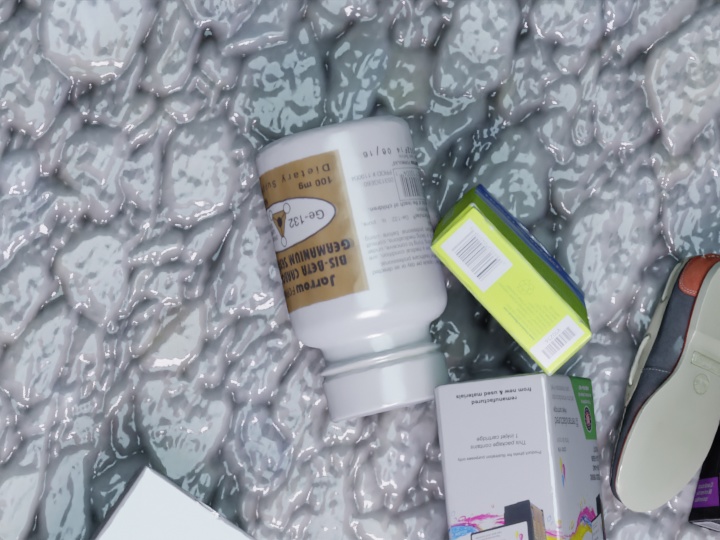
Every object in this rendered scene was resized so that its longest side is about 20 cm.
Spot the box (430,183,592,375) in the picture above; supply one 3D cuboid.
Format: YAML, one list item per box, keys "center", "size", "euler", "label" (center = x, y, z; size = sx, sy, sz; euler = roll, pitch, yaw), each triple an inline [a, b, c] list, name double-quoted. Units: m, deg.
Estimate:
- center: [0.106, 0.001, 1.573]
  size: [0.048, 0.200, 0.122]
  euler: [-43, 92, 7]
  label: "box"

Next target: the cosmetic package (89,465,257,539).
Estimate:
- center: [-0.164, 0.245, 1.550]
  size: [0.107, 0.085, 0.200]
  euler: [37, 79, -4]
  label: "cosmetic package"

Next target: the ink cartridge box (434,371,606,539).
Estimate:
- center: [0.117, 0.176, 1.562]
  size: [0.084, 0.145, 0.201]
  euler: [-7, 84, 18]
  label: "ink cartridge box"

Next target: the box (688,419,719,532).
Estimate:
- center: [0.292, 0.087, 1.610]
  size: [0.036, 0.143, 0.201]
  euler: [17, 80, -5]
  label: "box"

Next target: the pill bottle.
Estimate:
- center: [0.000, 0.000, 1.589]
  size: [0.114, 0.114, 0.201]
  euler: [-12, 85, -10]
  label: "pill bottle"

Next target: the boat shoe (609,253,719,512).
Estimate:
- center: [0.227, 0.081, 1.643]
  size: [0.071, 0.062, 0.201]
  euler: [28, 81, -31]
  label: "boat shoe"
